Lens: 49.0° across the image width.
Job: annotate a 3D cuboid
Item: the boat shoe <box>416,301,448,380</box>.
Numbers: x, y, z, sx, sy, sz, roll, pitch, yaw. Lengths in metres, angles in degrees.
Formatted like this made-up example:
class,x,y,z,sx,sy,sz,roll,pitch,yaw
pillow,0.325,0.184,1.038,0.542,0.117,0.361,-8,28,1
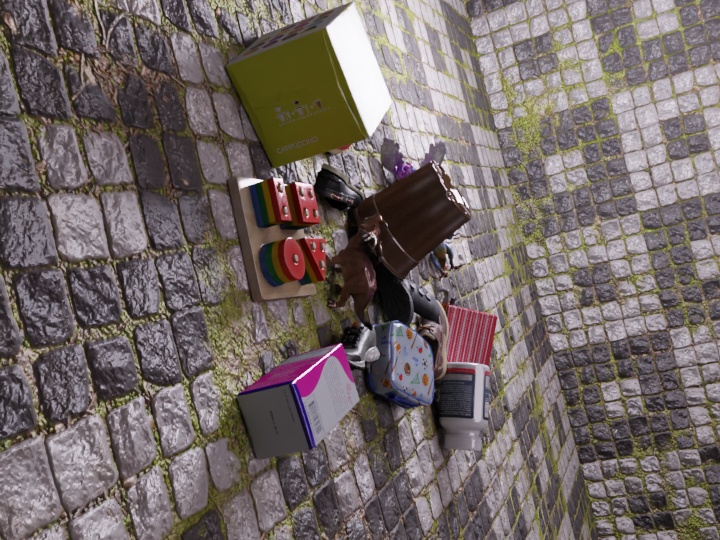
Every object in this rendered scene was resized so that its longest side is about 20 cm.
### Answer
class,x,y,z,sx,sy,sz,roll,pitch,yaw
boat shoe,0.168,0.159,1.893,0.072,0.071,0.203,37,49,-58

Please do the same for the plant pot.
class,x,y,z,sx,sy,sz,roll,pitch,yaw
plant pot,0.119,-0.121,1.702,0.201,0.197,0.201,49,18,-21

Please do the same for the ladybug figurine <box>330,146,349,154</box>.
class,x,y,z,sx,sy,sz,roll,pitch,yaw
ladybug figurine,-0.043,-0.323,1.667,0.137,0.071,0.201,64,25,-28

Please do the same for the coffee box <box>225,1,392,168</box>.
class,x,y,z,sx,sy,sz,roll,pitch,yaw
coffee box,-0.084,-0.330,1.404,0.202,0.197,0.198,66,25,-24

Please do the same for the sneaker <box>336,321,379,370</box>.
class,x,y,z,sx,sy,sz,roll,pitch,yaw
sneaker,-0.017,0.138,1.439,0.200,0.073,0.081,-16,104,-74

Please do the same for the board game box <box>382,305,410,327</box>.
class,x,y,z,sx,sy,sz,roll,pitch,yaw
board game box,0.096,0.173,1.768,0.105,0.023,0.203,5,72,-69

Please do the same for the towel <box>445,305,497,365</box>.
class,x,y,z,sx,sy,sz,roll,pitch,yaw
towel,0.271,0.171,1.997,0.198,0.022,0.147,14,85,-42

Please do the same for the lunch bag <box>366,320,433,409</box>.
class,x,y,z,sx,sy,sz,roll,pitch,yaw
lunch bag,0.081,0.200,1.629,0.199,0.075,0.162,33,53,-49

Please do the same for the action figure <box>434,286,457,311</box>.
class,x,y,z,sx,sy,sz,roll,pitch,yaw
action figure,0.237,0.166,2.016,0.194,0.104,0.201,53,29,-26

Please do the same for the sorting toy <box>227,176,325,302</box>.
class,x,y,z,sx,sy,sz,roll,pitch,yaw
sorting toy,-0.122,-0.057,1.320,0.200,0.069,0.202,-3,79,-68

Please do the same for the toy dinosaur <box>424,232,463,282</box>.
class,x,y,z,sx,sy,sz,roll,pitch,yaw
toy dinosaur,0.193,-0.064,2.129,0.183,0.104,0.200,60,-13,-5

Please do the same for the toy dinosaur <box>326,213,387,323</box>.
class,x,y,z,sx,sy,sz,roll,pitch,yaw
toy dinosaur,0.000,0.000,1.492,0.086,0.134,0.203,-5,82,-67

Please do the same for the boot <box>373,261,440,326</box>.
class,x,y,z,sx,sy,sz,roll,pitch,yaw
boot,0.116,0.079,1.758,0.200,0.065,0.166,36,29,-53

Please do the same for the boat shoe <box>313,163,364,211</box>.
class,x,y,z,sx,sy,sz,roll,pitch,yaw
boat shoe,-0.045,-0.155,1.582,0.064,0.073,0.201,-65,163,-1

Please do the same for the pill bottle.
class,x,y,z,sx,sy,sz,roll,pitch,yaw
pill bottle,0.249,0.328,1.901,0.119,0.118,0.203,28,63,-61

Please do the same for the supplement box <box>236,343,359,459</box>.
class,x,y,z,sx,sy,sz,roll,pitch,yaw
supplement box,-0.089,0.195,1.204,0.200,0.102,0.102,-29,102,-66

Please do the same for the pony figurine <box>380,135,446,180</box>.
class,x,y,z,sx,sy,sz,roll,pitch,yaw
pony figurine,0.123,-0.224,1.948,0.194,0.164,0.202,99,-7,-50
